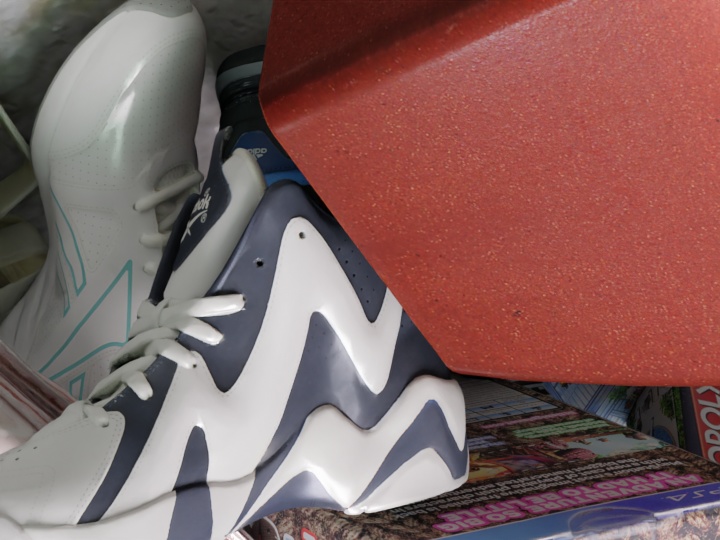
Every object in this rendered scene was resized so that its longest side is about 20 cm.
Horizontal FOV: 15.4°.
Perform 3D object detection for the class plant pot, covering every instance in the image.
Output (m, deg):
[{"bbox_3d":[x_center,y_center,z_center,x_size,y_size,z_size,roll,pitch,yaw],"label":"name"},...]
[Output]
[{"bbox_3d":[0.080,-0.077,0.849,0.175,0.201,0.200,-19,130,24],"label":"plant pot"}]

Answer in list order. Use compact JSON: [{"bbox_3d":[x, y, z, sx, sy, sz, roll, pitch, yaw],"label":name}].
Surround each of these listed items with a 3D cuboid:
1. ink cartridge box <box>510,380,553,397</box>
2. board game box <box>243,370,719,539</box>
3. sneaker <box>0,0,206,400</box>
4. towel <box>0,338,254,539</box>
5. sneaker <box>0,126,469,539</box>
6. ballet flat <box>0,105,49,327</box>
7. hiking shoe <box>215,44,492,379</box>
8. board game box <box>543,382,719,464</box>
[{"bbox_3d":[0.058,0.138,1.167,0.198,0.043,0.200,-8,120,-21],"label":"ink cartridge box"},{"bbox_3d":[0.033,0.113,0.980,0.158,0.200,0.098,-7,105,-32],"label":"board game box"},{"bbox_3d":[-0.078,-0.005,0.951,0.070,0.080,0.201,-22,137,-47],"label":"sneaker"},{"bbox_3d":[-0.146,0.072,0.965,0.191,0.032,0.199,45,148,-19],"label":"towel"},{"bbox_3d":[-0.061,0.023,0.852,0.198,0.131,0.079,-10,-177,-22],"label":"sneaker"},{"bbox_3d":[-0.149,-0.016,0.967,0.072,0.068,0.201,-24,141,-22],"label":"ballet flat"},{"bbox_3d":[0.000,0.000,0.996,0.074,0.087,0.200,-10,145,31],"label":"hiking shoe"},{"bbox_3d":[0.159,0.064,1.093,0.198,0.201,0.062,16,133,-15],"label":"board game box"}]
